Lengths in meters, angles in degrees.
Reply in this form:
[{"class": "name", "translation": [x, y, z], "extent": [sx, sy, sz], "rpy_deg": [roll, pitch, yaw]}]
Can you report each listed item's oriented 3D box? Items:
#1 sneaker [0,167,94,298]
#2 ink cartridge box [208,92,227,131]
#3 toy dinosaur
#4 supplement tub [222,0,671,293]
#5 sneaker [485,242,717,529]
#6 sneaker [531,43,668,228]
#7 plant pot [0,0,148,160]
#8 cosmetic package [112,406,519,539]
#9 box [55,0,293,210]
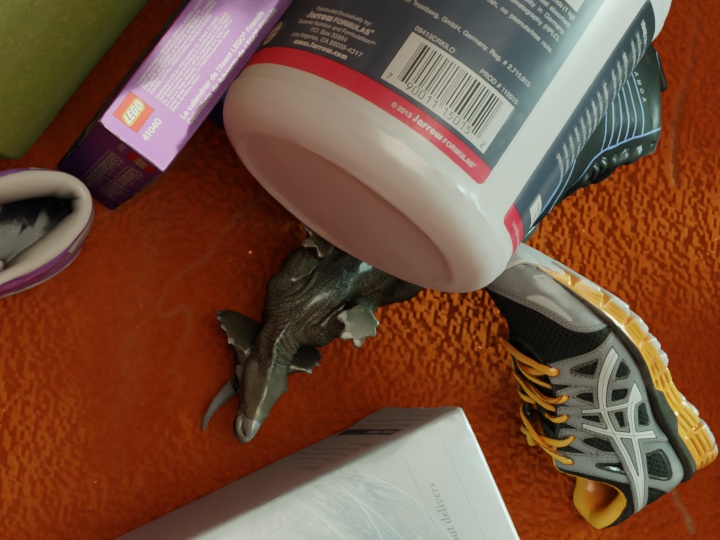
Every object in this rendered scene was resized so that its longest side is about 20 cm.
[{"class": "sneaker", "translation": [-0.213, 0.003, 0.737], "extent": [0.200, 0.114, 0.073], "rpy_deg": [-30, 96, -17]}, {"class": "ink cartridge box", "translation": [0.014, -0.134, 0.858], "extent": [0.094, 0.044, 0.200], "rpy_deg": [38, 75, -9]}, {"class": "toy dinosaur", "translation": [0.000, 0.000, 0.821], "extent": [0.200, 0.102, 0.077], "rpy_deg": [-38, 96, -24]}, {"class": "supplement tub", "translation": [0.047, -0.104, 0.717], "extent": [0.140, 0.140, 0.200], "rpy_deg": [37, 76, -11]}, {"class": "sneaker", "translation": [0.112, 0.061, 0.830], "extent": [0.077, 0.078, 0.200], "rpy_deg": [-43, 125, -5]}, {"class": "sneaker", "translation": [0.113, -0.071, 0.838], "extent": [0.078, 0.070, 0.200], "rpy_deg": [47, 44, -17]}, {"class": "plant pot", "translation": [-0.163, -0.159, 0.745], "extent": [0.200, 0.200, 0.190], "rpy_deg": [30, 90, -13]}, {"class": "cosmetic package", "translation": [-0.016, 0.194, 0.778], "extent": [0.200, 0.123, 0.199], "rpy_deg": [-24, 92, -17]}, {"class": "box", "translation": [-0.063, -0.124, 0.784], "extent": [0.039, 0.137, 0.200], "rpy_deg": [38, 75, -11]}]
